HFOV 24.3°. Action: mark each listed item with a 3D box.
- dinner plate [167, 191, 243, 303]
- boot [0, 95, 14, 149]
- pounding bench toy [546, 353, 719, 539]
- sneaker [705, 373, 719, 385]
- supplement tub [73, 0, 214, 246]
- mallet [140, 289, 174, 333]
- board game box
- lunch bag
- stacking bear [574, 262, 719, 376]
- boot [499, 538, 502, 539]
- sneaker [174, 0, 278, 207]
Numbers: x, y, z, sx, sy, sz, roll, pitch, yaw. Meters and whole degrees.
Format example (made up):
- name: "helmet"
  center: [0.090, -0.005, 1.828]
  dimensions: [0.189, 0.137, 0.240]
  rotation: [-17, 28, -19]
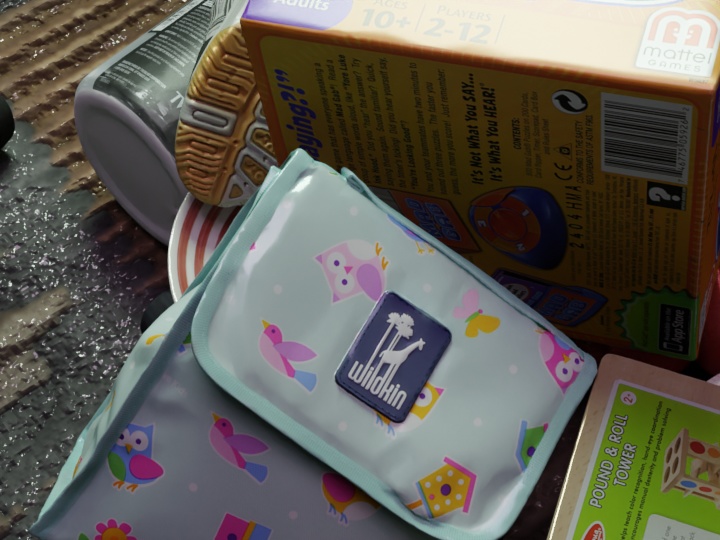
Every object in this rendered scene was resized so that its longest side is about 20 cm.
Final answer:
- name: "dinner plate"
  center: [0.000, 0.000, 0.871]
  dimensions: [0.200, 0.024, 0.200]
  rotation: [2, 54, -3]
- name: "boot"
  center: [-0.329, -0.070, 0.997]
  dimensions: [0.211, 0.080, 0.158]
  rotation: [18, 55, 18]
- name: "pounding bench toy"
  center: [0.127, 0.172, 0.712]
  dimensions: [0.124, 0.156, 0.200]
  rotation: [17, 54, 9]
- name: "sneaker"
  center: [0.243, 0.085, 0.800]
  dimensions: [0.200, 0.105, 0.076]
  rotation: [2, 71, 9]
- name: "supplement tub"
  center: [-0.058, -0.112, 0.980]
  dimensions: [0.122, 0.123, 0.200]
  rotation: [36, 62, 28]
- name: "mallet"
  center: [-0.024, 0.000, 0.918]
  dimensions: [0.200, 0.041, 0.066]
  rotation: [-33, 56, -4]
- name: "board game box"
  center: [0.083, -0.108, 0.792]
  dimensions: [0.199, 0.200, 0.200]
  rotation: [11, 58, 15]
- name: "lunch bag"
  center: [-0.017, 0.067, 0.723]
  dimensions: [0.170, 0.200, 0.122]
  rotation: [35, 19, -8]
- name: "stacking bear"
  center: [0.208, 0.014, 0.871]
  dimensions: [0.200, 0.114, 0.122]
  rotation: [-8, 51, 5]
- name: "boot"
  center: [-0.001, 0.051, 0.883]
  dimensions: [0.186, 0.064, 0.200]
  rotation: [10, 54, 0]
- name: "sneaker"
  center: [-0.046, -0.130, 0.882]
  dimensions: [0.076, 0.088, 0.200]
  rotation: [19, 93, -18]
